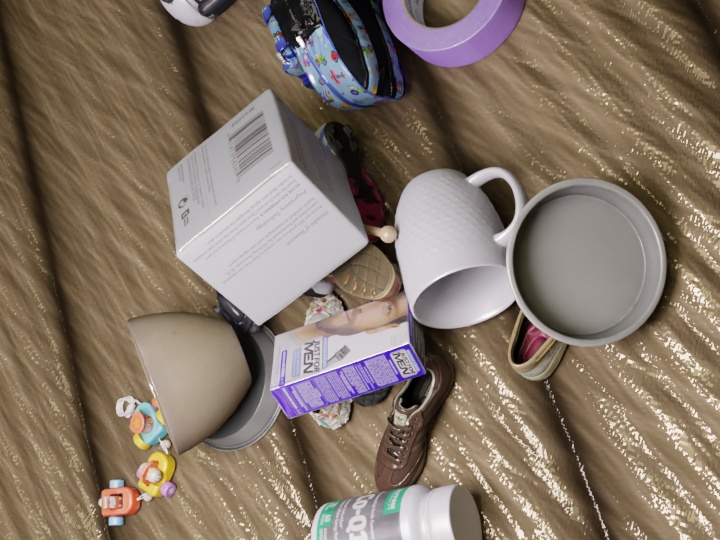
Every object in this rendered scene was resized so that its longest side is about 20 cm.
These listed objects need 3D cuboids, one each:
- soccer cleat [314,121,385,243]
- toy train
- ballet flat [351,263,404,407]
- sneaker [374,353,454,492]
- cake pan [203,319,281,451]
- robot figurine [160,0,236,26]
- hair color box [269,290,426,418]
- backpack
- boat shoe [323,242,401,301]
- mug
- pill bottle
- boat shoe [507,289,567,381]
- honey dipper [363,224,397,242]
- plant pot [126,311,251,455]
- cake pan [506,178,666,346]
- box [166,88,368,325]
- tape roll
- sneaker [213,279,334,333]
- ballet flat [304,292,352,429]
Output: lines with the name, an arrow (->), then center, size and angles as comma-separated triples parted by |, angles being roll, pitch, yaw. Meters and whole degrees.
soccer cleat -> -0.023, -0.118, 1.642 | 0.086, 0.069, 0.201 | -39, 61, 43
toy train -> -0.352, 0.288, 1.740 | 0.149, 0.056, 0.202 | -7, 75, 30
ballet flat -> 0.027, 0.088, 1.556 | 0.066, 0.057, 0.202 | 5, 81, 31
sneaker -> 0.056, 0.202, 1.499 | 0.070, 0.075, 0.201 | 20, 89, 33
cake pan -> -0.200, 0.166, 1.688 | 0.199, 0.037, 0.202 | -8, 74, 29
robot figurine -> -0.237, -0.484, 1.818 | 0.200, 0.150, 0.125 | -37, 97, 18
hair color box -> -0.016, 0.109, 1.487 | 0.199, 0.065, 0.110 | -19, 35, 14
backpack -> -0.029, -0.312, 1.627 | 0.134, 0.182, 0.201 | -31, 75, 30
boat shoe -> 0.000, 0.000, 1.527 | 0.200, 0.067, 0.072 | 23, 84, 55
mug -> 0.135, -0.050, 1.467 | 0.200, 0.147, 0.176 | -37, 51, 32
pill bottle -> 0.046, 0.337, 1.450 | 0.199, 0.113, 0.114 | -17, 69, 27
boat shoe -> 0.244, 0.042, 1.429 | 0.074, 0.066, 0.201 | 20, 89, 33
honey dipper -> -0.011, -0.060, 1.532 | 0.200, 0.038, 0.038 | 15, 86, 59
plant pot -> -0.231, 0.140, 1.599 | 0.134, 0.201, 0.201 | -22, 62, -14
cake pan -> 0.269, -0.009, 1.375 | 0.198, 0.037, 0.202 | 1, 85, -8
box -> -0.127, -0.085, 1.502 | 0.200, 0.171, 0.200 | -37, 36, 14
tape roll -> 0.132, -0.394, 1.608 | 0.199, 0.066, 0.202 | -8, 74, 30
sneaker -> -0.129, 0.038, 1.644 | 0.199, 0.075, 0.115 | 12, 107, 24
ballet flat -> -0.049, 0.121, 1.591 | 0.075, 0.064, 0.202 | -18, 69, 27
